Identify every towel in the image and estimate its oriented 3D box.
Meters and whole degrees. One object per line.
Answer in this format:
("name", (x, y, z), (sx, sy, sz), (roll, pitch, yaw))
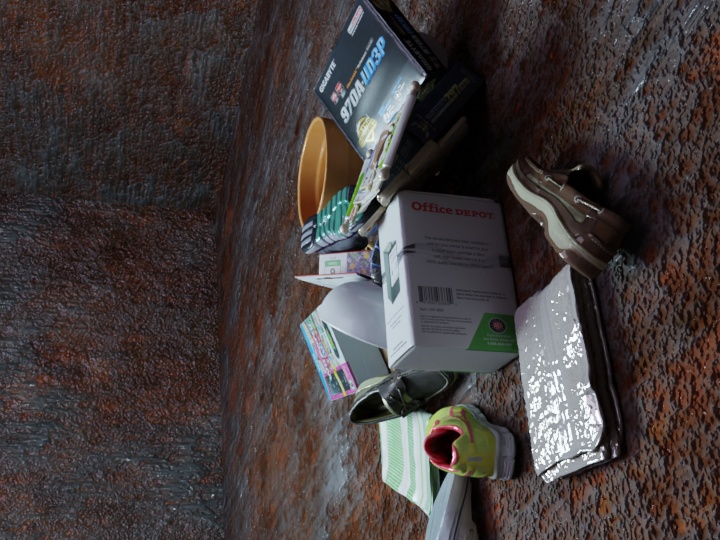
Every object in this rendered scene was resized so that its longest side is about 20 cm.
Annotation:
("towel", (0.069, 0.270, 1.189), (0.200, 0.023, 0.155), (-172, 78, -72))
("towel", (0.205, 0.106, 0.816), (0.133, 0.034, 0.202), (126, 145, -58))

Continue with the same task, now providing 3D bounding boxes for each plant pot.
("plant pot", (-0.023, -0.166, 1.430), (0.200, 0.138, 0.203), (-176, 90, -73))

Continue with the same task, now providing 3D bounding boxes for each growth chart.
("growth chart", (0.025, -0.140, 0.996), (0.200, 0.018, 0.146), (133, 156, -67))

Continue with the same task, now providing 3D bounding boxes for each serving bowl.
("serving bowl", (0.045, 0.057, 1.080), (0.200, 0.198, 0.067), (-144, 70, -70))

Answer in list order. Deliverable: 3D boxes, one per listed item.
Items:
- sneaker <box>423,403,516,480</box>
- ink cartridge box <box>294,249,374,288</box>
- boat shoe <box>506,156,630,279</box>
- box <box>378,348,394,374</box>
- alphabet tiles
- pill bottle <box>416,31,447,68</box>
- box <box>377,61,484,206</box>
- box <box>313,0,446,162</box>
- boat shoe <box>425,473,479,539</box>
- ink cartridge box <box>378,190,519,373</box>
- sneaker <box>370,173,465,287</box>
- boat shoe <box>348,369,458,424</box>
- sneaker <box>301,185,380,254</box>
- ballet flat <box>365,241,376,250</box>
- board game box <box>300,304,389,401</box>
("sneaker", (0.113, 0.209, 0.991), (0.200, 0.089, 0.079), (167, 105, -73))
("ink cartridge box", (0.000, 0.000, 1.189), (0.108, 0.199, 0.051), (-3, 79, 30))
("boat shoe", (0.213, -0.072, 0.803), (0.075, 0.074, 0.203), (-51, 30, 20))
("box", (0.026, 0.139, 1.301), (0.165, 0.021, 0.200), (71, 162, -2))
("alphabet tiles", (0.070, -0.121, 1.045), (0.196, 0.015, 0.200), (-48, -6, 7))
("pill bottle", (0.059, -0.285, 1.243), (0.200, 0.111, 0.114), (142, 130, -66))
("box", (0.079, -0.176, 1.118), (0.158, 0.051, 0.200), (-51, -3, -31))
("box", (0.022, -0.273, 1.150), (0.160, 0.046, 0.200), (55, 142, 14))
("boat shoe", (0.117, 0.347, 0.989), (0.074, 0.066, 0.202), (118, 173, -61))
("ink cartridge box", (0.106, 0.015, 0.972), (0.084, 0.144, 0.202), (126, 145, -58))
("sneaker", (0.079, -0.043, 1.091), (0.200, 0.075, 0.079), (-47, -16, -32))
("boat shoe", (0.057, 0.177, 1.125), (0.200, 0.072, 0.066), (-29, 20, 45))
("sneaker", (-0.009, -0.067, 1.162), (0.199, 0.087, 0.075), (-21, 59, 58))
("ballet flat", (0.031, 0.048, 1.333), (0.069, 0.062, 0.203), (145, 127, -68))
("board game box", (-0.030, 0.131, 1.316), (0.149, 0.064, 0.200), (67, 163, 7))
